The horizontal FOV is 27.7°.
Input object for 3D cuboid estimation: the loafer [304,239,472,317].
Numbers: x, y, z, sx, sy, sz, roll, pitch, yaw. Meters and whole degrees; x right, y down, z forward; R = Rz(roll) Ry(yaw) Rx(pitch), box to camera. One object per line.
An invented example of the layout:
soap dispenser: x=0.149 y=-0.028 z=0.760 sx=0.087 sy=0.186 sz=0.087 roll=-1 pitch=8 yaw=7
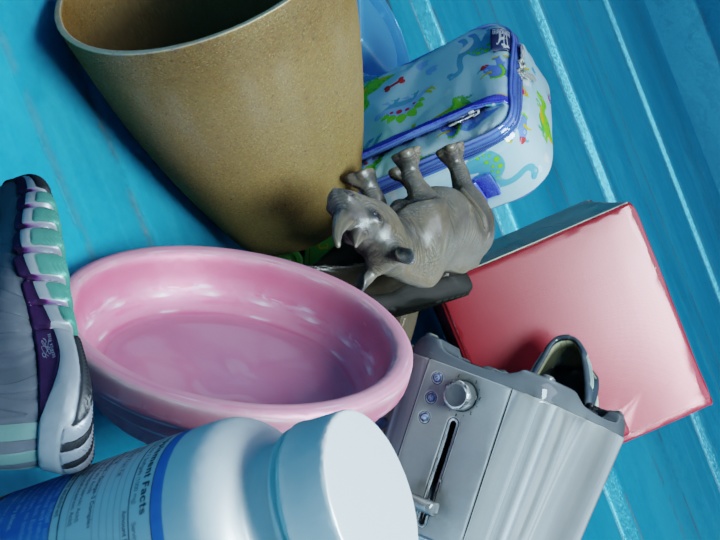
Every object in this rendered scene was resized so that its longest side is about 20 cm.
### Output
loafer: x=0.000 y=0.000 z=1.005 sx=0.200 sy=0.073 sz=0.071 roll=-8 pitch=80 yaw=-56

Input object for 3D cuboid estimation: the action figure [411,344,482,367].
action figure: x=0.067 y=0.129 z=1.112 sx=0.200 sy=0.102 sz=0.119 roll=-79 pitch=156 yaw=-50

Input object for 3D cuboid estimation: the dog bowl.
dog bowl: x=-0.023 y=-0.221 z=1.268 sx=0.200 sy=0.050 sz=0.112 roll=45 pitch=33 yaw=-43

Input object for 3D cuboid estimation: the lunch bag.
lunch bag: x=0.050 y=-0.098 z=1.135 sx=0.082 sy=0.200 sz=0.161 roll=52 pitch=30 yaw=-33

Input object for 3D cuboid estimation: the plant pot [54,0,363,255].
plant pot: x=-0.072 y=-0.112 z=0.944 sx=0.187 sy=0.186 sz=0.200 roll=-81 pitch=158 yaw=-49

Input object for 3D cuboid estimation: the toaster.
toaster: x=0.084 y=0.125 z=0.900 sx=0.200 sy=0.114 sz=0.129 roll=28 pitch=83 yaw=-61

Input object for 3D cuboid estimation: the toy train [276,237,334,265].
toy train: x=-0.033 y=-0.076 z=1.076 sx=0.042 sy=0.056 sz=0.200 roll=69 pitch=21 yaw=-69

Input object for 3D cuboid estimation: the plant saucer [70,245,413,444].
plant saucer: x=-0.073 y=0.049 z=0.811 sx=0.201 sy=0.200 sz=0.051 roll=-49 pitch=154 yaw=-64

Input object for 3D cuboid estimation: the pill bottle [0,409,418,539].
pill bottle: x=-0.079 y=0.132 z=0.666 sx=0.112 sy=0.200 sz=0.112 roll=47 pitch=32 yaw=-42

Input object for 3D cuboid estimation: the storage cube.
storage cube: x=0.166 y=0.055 z=1.239 sx=0.171 sy=0.200 sz=0.180 roll=-118 pitch=-174 yaw=-86

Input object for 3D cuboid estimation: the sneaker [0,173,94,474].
sneaker: x=-0.184 y=0.019 z=0.705 sx=0.200 sy=0.087 sz=0.074 roll=-115 pitch=-156 yaw=-50

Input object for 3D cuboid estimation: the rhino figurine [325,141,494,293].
rhino figurine: x=0.031 y=-0.031 z=0.934 sx=0.200 sy=0.060 sz=0.088 roll=-18 pitch=83 yaw=-64

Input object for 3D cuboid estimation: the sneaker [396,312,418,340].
sneaker: x=-0.008 y=0.076 z=1.063 sx=0.075 sy=0.070 sz=0.200 roll=27 pitch=44 yaw=-20

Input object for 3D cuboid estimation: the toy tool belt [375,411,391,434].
toy tool belt: x=-0.049 y=0.111 z=0.895 sx=0.200 sy=0.123 sz=0.125 roll=-28 pitch=128 yaw=-60

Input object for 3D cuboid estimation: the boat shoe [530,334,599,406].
boat shoe: x=0.135 y=0.123 z=1.056 sx=0.200 sy=0.075 sz=0.062 roll=-55 pitch=143 yaw=-48
